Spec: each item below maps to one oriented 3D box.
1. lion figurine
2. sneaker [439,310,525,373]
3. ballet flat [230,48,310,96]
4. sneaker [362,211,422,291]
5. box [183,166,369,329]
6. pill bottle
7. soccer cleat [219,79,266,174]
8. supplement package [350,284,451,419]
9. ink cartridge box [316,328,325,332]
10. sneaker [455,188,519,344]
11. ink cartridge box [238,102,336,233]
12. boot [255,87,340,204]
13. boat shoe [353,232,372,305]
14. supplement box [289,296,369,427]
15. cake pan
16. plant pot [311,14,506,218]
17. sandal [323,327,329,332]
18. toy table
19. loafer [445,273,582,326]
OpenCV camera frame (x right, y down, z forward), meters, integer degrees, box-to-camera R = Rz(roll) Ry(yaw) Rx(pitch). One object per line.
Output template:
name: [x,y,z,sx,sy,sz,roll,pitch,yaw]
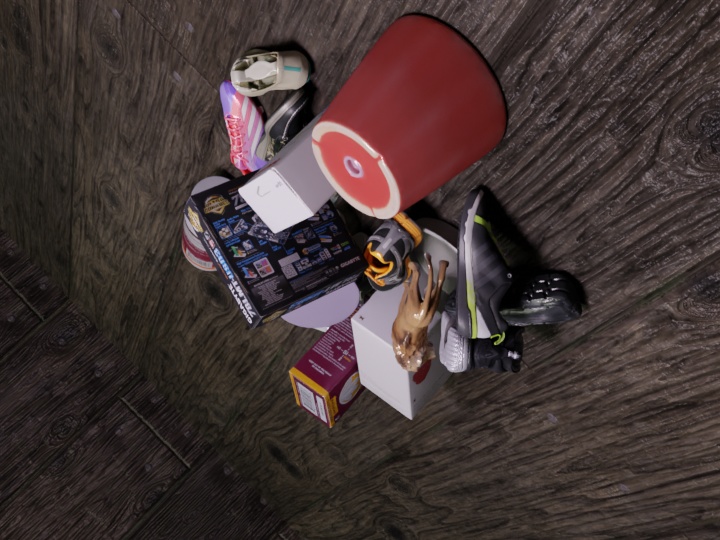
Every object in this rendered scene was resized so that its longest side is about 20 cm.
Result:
lion figurine: [0.081,0.063,1.585,0.071,0.124,0.201,11,158,7]
sneaker: [0.173,0.105,1.570,0.112,0.077,0.200,4,-173,-2]
ballet flat: [-0.149,-0.288,1.593,0.199,0.070,0.070,2,132,53]
sneaker: [0.032,-0.016,1.621,0.078,0.077,0.201,38,156,12]
box: [-0.116,-0.046,1.545,0.200,0.198,0.050,57,146,12]
pill bottle: [-0.274,-0.088,2.053,0.114,0.114,0.200,42,156,7]
soccer cleat: [-0.186,-0.210,1.765,0.066,0.076,0.202,24,148,39]
supplement package: [0.072,0.125,1.810,0.119,0.121,0.201,33,154,26]
ink cartridge box: [-0.133,0.030,2.086,0.198,0.047,0.161,12,140,48]
sneaker: [0.169,-0.005,1.452,0.081,0.204,0.072,2,178,2]
ink cartridge box: [-0.055,-0.153,1.488,0.085,0.200,0.144,50,156,-10]
boot: [-0.073,-0.179,1.646,0.153,0.074,0.204,41,156,0]
boat shoe: [0.000,0.000,1.827,0.066,0.073,0.201,8,149,-10]
supplement box: [-0.024,0.156,1.917,0.085,0.200,0.111,31,153,25]
cake pan: [0.128,0.002,1.628,0.199,0.037,0.201,37,154,21]
plant pot: [0.047,-0.172,1.322,0.199,0.177,0.202,37,155,21]
sandal: [-0.060,0.027,1.941,0.059,0.079,0.209,23,139,42]
toy table: [-0.088,-0.001,1.731,0.201,0.182,0.118,62,-177,-61]
loafer: [0.206,0.049,1.499,0.198,0.069,0.071,-6,136,37]
